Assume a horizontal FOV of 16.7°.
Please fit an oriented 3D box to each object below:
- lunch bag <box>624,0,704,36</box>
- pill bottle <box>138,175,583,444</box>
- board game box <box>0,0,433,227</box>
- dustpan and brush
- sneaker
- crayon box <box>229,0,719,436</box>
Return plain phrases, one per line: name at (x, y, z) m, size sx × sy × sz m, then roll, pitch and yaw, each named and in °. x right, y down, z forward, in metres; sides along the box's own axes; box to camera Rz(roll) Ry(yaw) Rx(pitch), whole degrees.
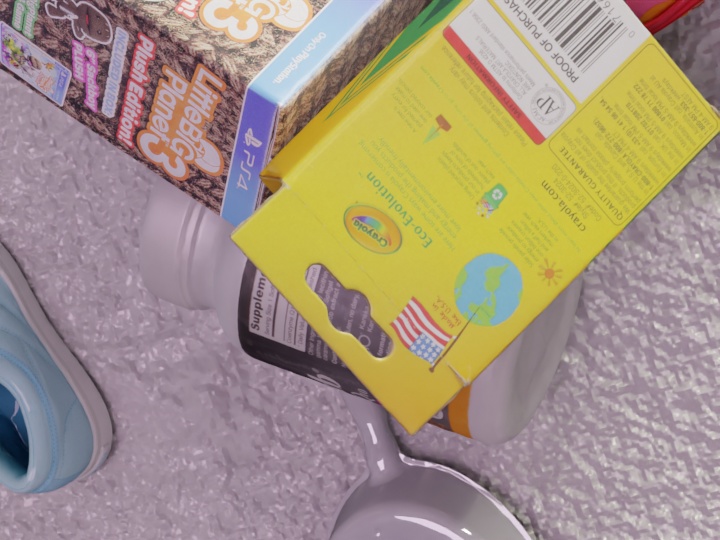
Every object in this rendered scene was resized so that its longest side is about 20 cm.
lunch bag at (0.155, -0.202, 1.104) m, size 0.200 × 0.082 × 0.177 m, roll -39°, pitch 90°, yaw 27°
pill bottle at (0.000, 0.000, 1.194) m, size 0.199 × 0.116 × 0.117 m, roll 20°, pitch 109°, yaw 18°
board game box at (-0.078, -0.144, 1.155) m, size 0.199 × 0.160 × 0.097 m, roll 33°, pitch 145°, yaw 12°
dustpan and brush at (0.020, 0.128, 1.257) m, size 0.139 × 0.057 × 0.201 m, roll -19°, pitch 101°, yaw 24°
sneaker at (-0.215, 0.035, 1.312) m, size 0.200 × 0.082 × 0.074 m, roll 47°, pitch 114°, yaw 7°
crayon box at (0.047, -0.043, 1.078) m, size 0.200 × 0.051 × 0.127 m, roll -44°, pitch 104°, yaw -8°
